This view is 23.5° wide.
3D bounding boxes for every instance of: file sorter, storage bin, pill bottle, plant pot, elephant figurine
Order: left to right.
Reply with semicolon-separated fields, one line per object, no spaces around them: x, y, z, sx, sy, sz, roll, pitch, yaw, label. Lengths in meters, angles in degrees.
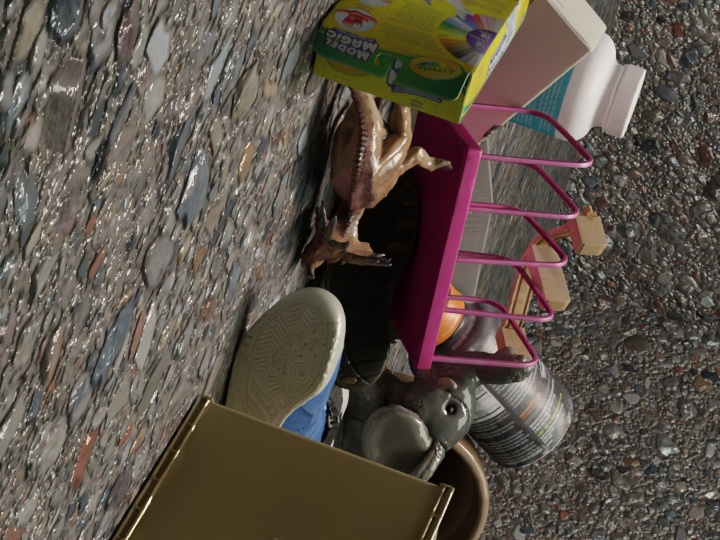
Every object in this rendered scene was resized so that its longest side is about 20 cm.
-0.061;0.210;1.182;0.094;0.198;0.199;99;14;-45;storage bin
0.034;0.199;1.821;0.175;0.198;0.202;-88;-168;-64;plant pot
0.041;0.135;1.606;0.156;0.198;0.142;96;17;-57;elephant figurine
0.119;0.098;1.730;0.200;0.106;0.107;48;52;-29;pill bottle
0.107;-0.032;1.497;0.139;0.124;0.202;-119;-142;-60;file sorter
0.171;-0.194;1.675;0.111;0.198;0.112;21;90;-80;pill bottle

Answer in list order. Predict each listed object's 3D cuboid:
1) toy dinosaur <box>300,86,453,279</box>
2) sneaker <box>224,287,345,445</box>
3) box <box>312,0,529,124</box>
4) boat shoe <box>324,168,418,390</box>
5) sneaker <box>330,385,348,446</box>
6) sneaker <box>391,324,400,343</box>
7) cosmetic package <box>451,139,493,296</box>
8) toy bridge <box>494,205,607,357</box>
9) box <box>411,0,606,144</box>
0.001;-0.074;1.330;0.136;0.085;0.201;-58;161;-23;toy dinosaur
-0.053;0.092;1.347;0.111;0.076;0.201;-34;147;-65;sneaker
0.045;-0.174;1.250;0.200;0.116;0.049;-56;163;-53;box
0.000;0.000;1.504;0.074;0.075;0.202;-136;-122;-82;boat shoe
-0.067;0.188;1.529;0.112;0.072;0.202;-42;143;-64;sneaker
0.020;-0.020;1.630;0.201;0.076;0.085;101;-7;-47;sneaker
0.079;-0.046;1.724;0.201;0.089;0.108;100;-10;-52;cosmetic package
0.167;0.004;1.552;0.201;0.027;0.068;117;-30;-50;toy bridge
0.123;-0.174;1.566;0.200;0.068;0.082;-38;-172;30;box
